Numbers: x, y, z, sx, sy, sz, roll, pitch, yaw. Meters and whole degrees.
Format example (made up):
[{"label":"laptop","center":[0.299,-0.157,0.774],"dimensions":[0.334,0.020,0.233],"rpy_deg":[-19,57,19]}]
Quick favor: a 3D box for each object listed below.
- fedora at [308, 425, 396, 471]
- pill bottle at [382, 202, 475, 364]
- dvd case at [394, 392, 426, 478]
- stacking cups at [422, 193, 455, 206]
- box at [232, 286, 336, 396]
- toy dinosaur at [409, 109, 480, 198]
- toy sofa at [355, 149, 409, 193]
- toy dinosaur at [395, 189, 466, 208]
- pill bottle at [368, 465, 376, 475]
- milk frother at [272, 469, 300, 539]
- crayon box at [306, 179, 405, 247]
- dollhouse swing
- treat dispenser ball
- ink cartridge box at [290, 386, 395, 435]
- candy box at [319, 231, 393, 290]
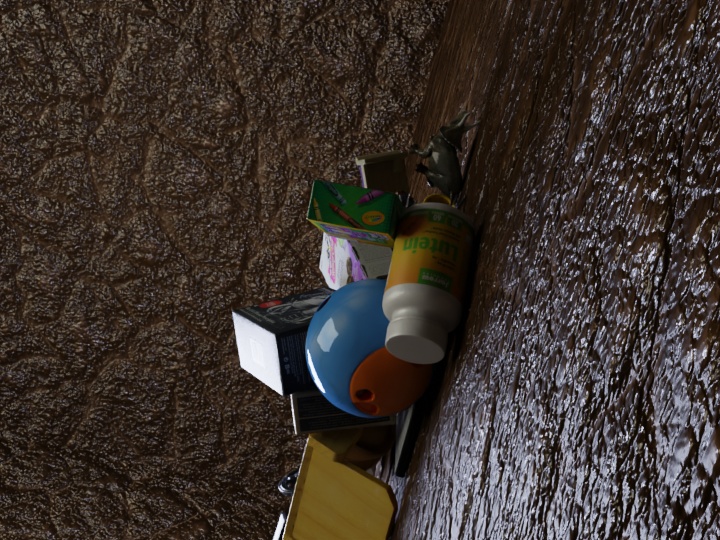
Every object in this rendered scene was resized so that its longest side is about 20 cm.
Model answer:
[{"label":"fedora","center":[0.003,0.279,1.840],"dimensions":[0.081,0.199,0.203],"rpy_deg":[3,77,50]},{"label":"pill bottle","center":[0.091,0.019,1.424],"dimensions":[0.111,0.110,0.202],"rpy_deg":[108,176,-61]},{"label":"dvd case","center":[0.080,0.220,1.672],"dimensions":[0.200,0.017,0.144],"rpy_deg":[-81,5,-72]},{"label":"stacking cups","center":[0.120,-0.059,1.856],"dimensions":[0.201,0.060,0.061],"rpy_deg":[106,177,-60]},{"label":"box","center":[-0.088,0.109,1.705],"dimensions":[0.200,0.180,0.105],"rpy_deg":[18,119,61]},{"label":"toy dinosaur","center":[0.141,-0.177,1.793],"dimensions":[0.102,0.076,0.202],"rpy_deg":[29,123,54]},{"label":"toy sofa","center":[0.048,-0.106,1.830],"dimensions":[0.098,0.082,0.203],"rpy_deg":[-161,61,-76]},{"label":"toy dinosaur","center":[0.083,-0.055,1.676],"dimensions":[0.201,0.104,0.182],"rpy_deg":[-62,19,7]},{"label":"pill bottle","center":[-0.006,0.315,2.044],"dimensions":[0.201,0.114,0.116],"rpy_deg":[-79,3,-46]},{"label":"milk frother","center":[-0.099,0.539,2.177],"dimensions":[0.200,0.178,0.190],"rpy_deg":[-93,17,-72]},{"label":"crayon box","center":[0.001,-0.078,1.504],"dimensions":[0.200,0.117,0.059],"rpy_deg":[35,-114,-81]},{"label":"dollhouse swing","center":[-0.013,0.365,1.692],"dimensions":[0.182,0.174,0.202],"rpy_deg":[-39,-34,-67]},{"label":"treat dispenser ball","center":[0.018,0.114,1.532],"dimensions":[0.201,0.199,0.203],"rpy_deg":[-166,90,-88]},{"label":"ink cartridge box","center":[-0.030,0.193,1.715],"dimensions":[0.200,0.163,0.076],"rpy_deg":[-99,4,-77]},{"label":"candy box","center":[0.000,0.000,1.781],"dimensions":[0.169,0.071,0.201],"rpy_deg":[98,153,-45]}]
